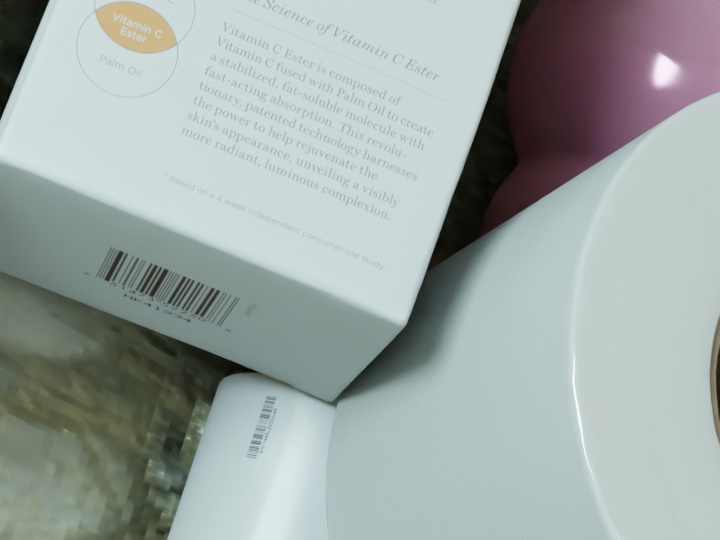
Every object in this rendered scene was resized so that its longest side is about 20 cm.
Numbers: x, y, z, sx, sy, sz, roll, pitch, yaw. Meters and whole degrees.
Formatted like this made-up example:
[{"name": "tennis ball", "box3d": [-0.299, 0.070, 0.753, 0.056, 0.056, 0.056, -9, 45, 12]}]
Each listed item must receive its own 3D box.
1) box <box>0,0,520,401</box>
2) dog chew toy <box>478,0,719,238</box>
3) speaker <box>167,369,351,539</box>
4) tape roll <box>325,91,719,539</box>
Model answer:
[{"name": "box", "box3d": [-0.023, -0.082, 0.768, 0.124, 0.097, 0.201, 22, 70, -7]}, {"name": "dog chew toy", "box3d": [0.097, -0.013, 0.920, 0.124, 0.124, 0.201, 27, 79, -43]}, {"name": "speaker", "box3d": [-0.036, 0.137, 0.798, 0.081, 0.081, 0.201, 34, 66, -41]}, {"name": "tape roll", "box3d": [0.108, 0.062, 0.762, 0.202, 0.139, 0.204, 12, 65, -26]}]
